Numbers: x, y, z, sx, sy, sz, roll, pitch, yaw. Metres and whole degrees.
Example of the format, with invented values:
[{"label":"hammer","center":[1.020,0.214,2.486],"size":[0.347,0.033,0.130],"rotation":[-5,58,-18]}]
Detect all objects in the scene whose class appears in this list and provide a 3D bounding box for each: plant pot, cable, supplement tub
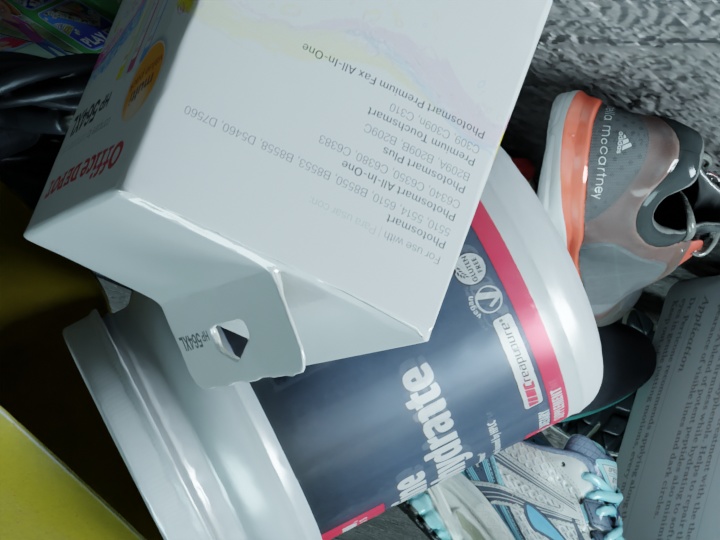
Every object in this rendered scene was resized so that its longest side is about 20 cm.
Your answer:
[{"label":"plant pot","center":[-0.223,0.059,1.066],"size":[0.200,0.176,0.200],"rotation":[50,-167,-43]},{"label":"cable","center":[-0.117,-0.051,1.012],"size":[0.163,0.051,0.200],"rotation":[3,174,-15]},{"label":"supplement tub","center":[-0.011,0.035,1.014],"size":[0.141,0.200,0.140],"rotation":[62,174,12]}]

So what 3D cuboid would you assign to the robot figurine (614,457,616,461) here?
[{"label":"robot figurine","center":[0.157,0.133,1.398],"size":[0.145,0.200,0.058],"rotation":[6,117,40]}]

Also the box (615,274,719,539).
[{"label":"box","center":[0.243,0.123,1.145],"size":[0.200,0.199,0.171],"rotation":[25,164,-22]}]

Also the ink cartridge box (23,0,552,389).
[{"label":"ink cartridge box","center":[-0.027,-0.060,0.869],"size":[0.125,0.200,0.129],"rotation":[26,164,-17]}]

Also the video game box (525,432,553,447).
[{"label":"video game box","center":[0.007,0.066,1.386],"size":[0.182,0.047,0.200],"rotation":[19,-168,-17]}]

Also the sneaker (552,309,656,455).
[{"label":"sneaker","center":[0.103,0.046,1.313],"size":[0.200,0.078,0.086],"rotation":[23,178,20]}]

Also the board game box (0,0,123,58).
[{"label":"board game box","center":[-0.169,-0.120,1.003],"size":[0.134,0.029,0.200],"rotation":[32,160,-25]}]

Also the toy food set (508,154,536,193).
[{"label":"toy food set","center":[0.000,0.000,1.150],"size":[0.198,0.049,0.200],"rotation":[-27,153,8]}]

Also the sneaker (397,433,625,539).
[{"label":"sneaker","center":[0.091,0.120,1.065],"size":[0.200,0.086,0.078],"rotation":[45,175,15]}]

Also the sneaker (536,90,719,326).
[{"label":"sneaker","center":[0.127,-0.017,1.068],"size":[0.082,0.077,0.200],"rotation":[6,165,12]}]

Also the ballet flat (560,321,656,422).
[{"label":"ballet flat","center":[0.051,0.043,1.144],"size":[0.200,0.073,0.073],"rotation":[-11,169,-11]}]

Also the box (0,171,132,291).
[{"label":"box","center":[-0.131,-0.036,1.259],"size":[0.200,0.079,0.141],"rotation":[21,177,27]}]
